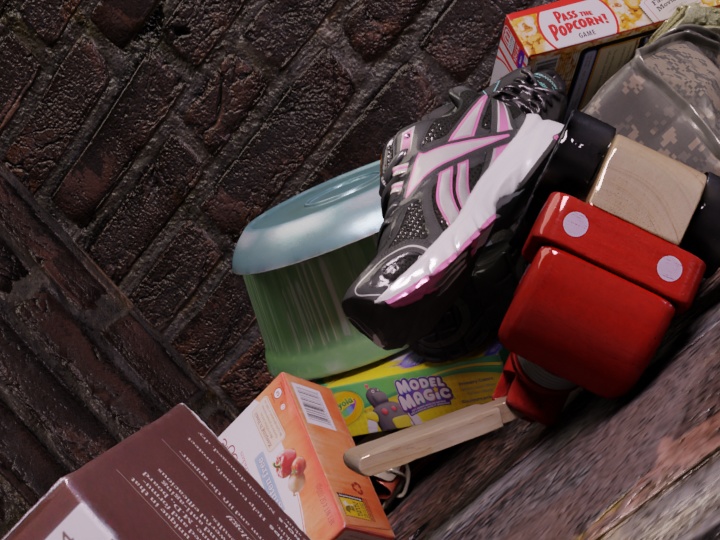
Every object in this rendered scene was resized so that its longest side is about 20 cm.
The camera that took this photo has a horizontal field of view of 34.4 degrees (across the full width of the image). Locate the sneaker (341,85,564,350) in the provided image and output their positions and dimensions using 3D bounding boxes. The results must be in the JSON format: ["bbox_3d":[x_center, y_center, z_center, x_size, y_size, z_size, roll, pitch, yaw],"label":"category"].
[{"bbox_3d":[0.039,-0.037,0.678,0.200,0.086,0.081,-46,-16,-42],"label":"sneaker"}]

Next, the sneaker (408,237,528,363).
[{"bbox_3d":[0.117,0.001,0.784,0.198,0.077,0.091,-13,13,36],"label":"sneaker"}]

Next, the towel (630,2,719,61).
[{"bbox_3d":[0.286,-0.155,0.966,0.198,0.037,0.149,-2,-33,-37],"label":"towel"}]

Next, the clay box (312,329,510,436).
[{"bbox_3d":[0.046,0.074,0.884,0.198,0.048,0.115,-14,15,33],"label":"clay box"}]

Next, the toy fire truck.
[{"bbox_3d":[0.087,0.036,0.601,0.176,0.127,0.202,86,-150,-80],"label":"toy fire truck"}]

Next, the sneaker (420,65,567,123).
[{"bbox_3d":[0.100,-0.111,0.828,0.080,0.075,0.200,-50,-6,20],"label":"sneaker"}]

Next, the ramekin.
[{"bbox_3d":[0.000,0.000,0.936,0.198,0.099,0.200,-22,11,4],"label":"ramekin"}]

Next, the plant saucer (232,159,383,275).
[{"bbox_3d":[-0.009,-0.050,0.862,0.198,0.028,0.200,-22,10,4],"label":"plant saucer"}]

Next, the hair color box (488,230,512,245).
[{"bbox_3d":[0.108,0.042,1.068,0.061,0.099,0.200,-41,-4,-34],"label":"hair color box"}]

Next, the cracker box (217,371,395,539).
[{"bbox_3d":[-0.080,0.190,0.827,0.057,0.135,0.200,23,-62,-43],"label":"cracker box"}]

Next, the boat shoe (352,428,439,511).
[{"bbox_3d":[0.003,0.163,0.903,0.198,0.072,0.062,-30,28,-20],"label":"boat shoe"}]

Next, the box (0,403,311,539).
[{"bbox_3d":[-0.126,0.203,0.647,0.166,0.164,0.200,-44,-2,10],"label":"box"}]

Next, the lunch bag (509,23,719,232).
[{"bbox_3d":[0.215,-0.088,0.870,0.164,0.118,0.199,-48,-10,35],"label":"lunch bag"}]

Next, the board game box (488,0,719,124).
[{"bbox_3d":[0.206,-0.169,0.969,0.197,0.047,0.152,-17,-27,-14],"label":"board game box"}]
